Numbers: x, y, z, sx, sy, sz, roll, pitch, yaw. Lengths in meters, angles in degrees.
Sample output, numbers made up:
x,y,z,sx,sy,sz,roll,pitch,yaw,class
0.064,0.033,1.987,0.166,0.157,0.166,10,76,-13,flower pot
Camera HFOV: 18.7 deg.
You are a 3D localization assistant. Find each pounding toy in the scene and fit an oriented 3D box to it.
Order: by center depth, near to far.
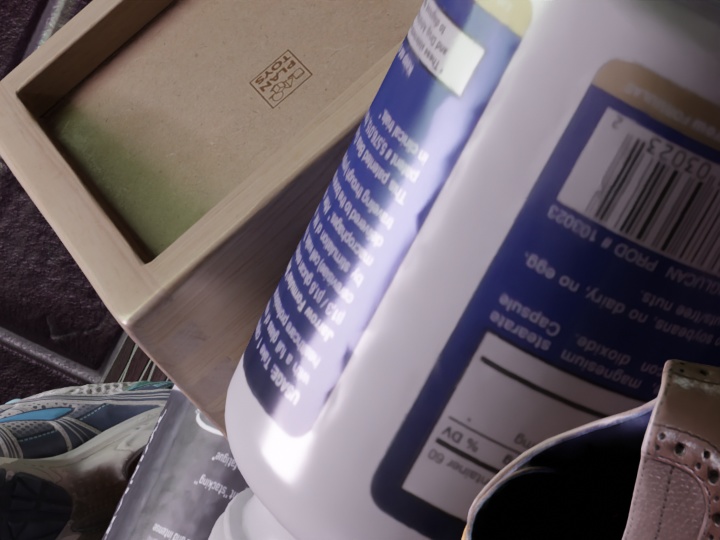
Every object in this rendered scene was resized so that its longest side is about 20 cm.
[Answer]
x,y,z,sx,sy,sz,roll,pitch,yaw,class
0.003,-0.044,0.686,0.184,0.142,0.200,-41,36,-2,pounding toy

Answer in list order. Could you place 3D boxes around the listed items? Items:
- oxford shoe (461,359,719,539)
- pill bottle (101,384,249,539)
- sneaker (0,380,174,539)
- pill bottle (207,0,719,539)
x,y,z,sx,sy,sz,roll,pitch,yaw,class
0.047,0.067,0.434,0.200,0.073,0.072,-54,13,55,oxford shoe
-0.037,0.101,0.765,0.201,0.106,0.106,-65,8,-8,pill bottle
-0.131,0.087,0.831,0.086,0.199,0.078,32,126,57,sneaker
0.034,0.018,0.539,0.201,0.111,0.111,-62,8,17,pill bottle
